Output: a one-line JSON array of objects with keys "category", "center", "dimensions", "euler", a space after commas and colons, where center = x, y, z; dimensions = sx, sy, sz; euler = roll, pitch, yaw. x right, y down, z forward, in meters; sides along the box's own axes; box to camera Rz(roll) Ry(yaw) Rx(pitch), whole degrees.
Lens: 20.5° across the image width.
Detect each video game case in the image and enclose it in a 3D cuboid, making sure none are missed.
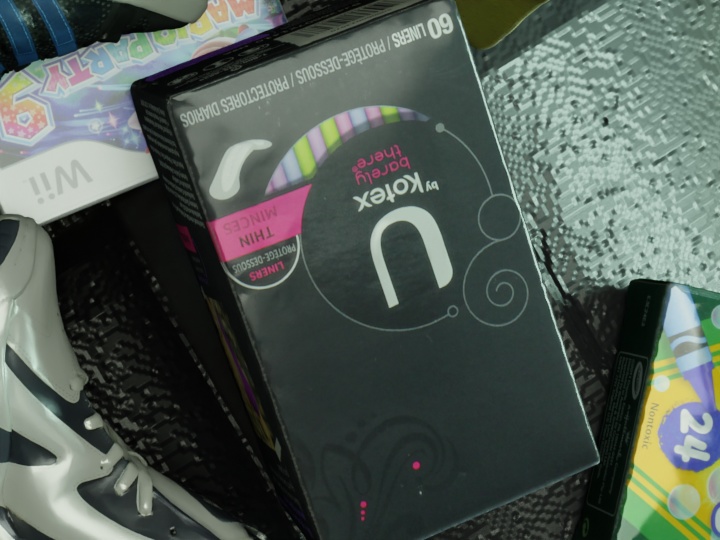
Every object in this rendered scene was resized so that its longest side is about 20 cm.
[{"category": "video game case", "center": [-0.117, -0.134, 0.827], "dimensions": [0.143, 0.018, 0.201], "euler": [-23, 97, -11]}]

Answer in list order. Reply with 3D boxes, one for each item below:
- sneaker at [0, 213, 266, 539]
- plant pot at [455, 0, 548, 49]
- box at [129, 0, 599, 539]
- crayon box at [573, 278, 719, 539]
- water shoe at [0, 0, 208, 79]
[{"category": "sneaker", "center": [-0.101, 0.079, 0.808], "dimensions": [0.129, 0.079, 0.201], "euler": [2, 92, -14]}, {"category": "plant pot", "center": [0.024, -0.230, 0.770], "dimensions": [0.199, 0.195, 0.195], "euler": [27, 83, -6]}, {"category": "box", "center": [0.000, 0.000, 0.802], "dimensions": [0.122, 0.106, 0.201], "euler": [-22, 104, -10]}, {"category": "crayon box", "center": [0.207, 0.086, 0.889], "dimensions": [0.199, 0.052, 0.127], "euler": [12, 89, -13]}, {"category": "water shoe", "center": [-0.153, -0.097, 0.763], "dimensions": [0.199, 0.071, 0.079], "euler": [1, 114, -37]}]
